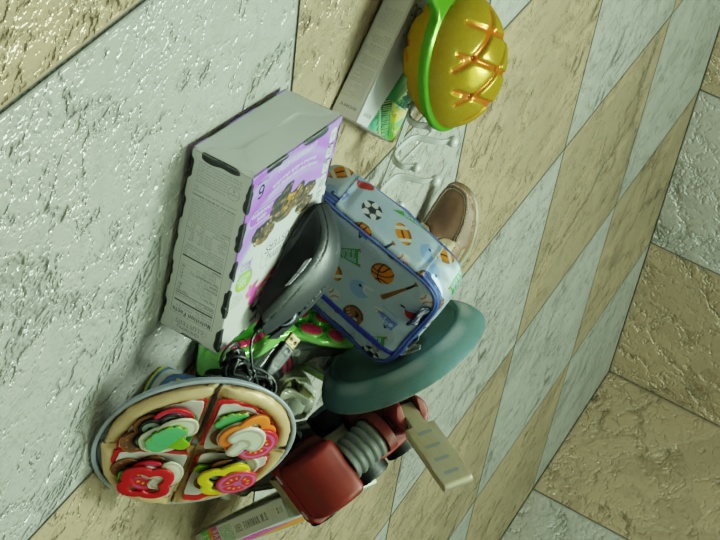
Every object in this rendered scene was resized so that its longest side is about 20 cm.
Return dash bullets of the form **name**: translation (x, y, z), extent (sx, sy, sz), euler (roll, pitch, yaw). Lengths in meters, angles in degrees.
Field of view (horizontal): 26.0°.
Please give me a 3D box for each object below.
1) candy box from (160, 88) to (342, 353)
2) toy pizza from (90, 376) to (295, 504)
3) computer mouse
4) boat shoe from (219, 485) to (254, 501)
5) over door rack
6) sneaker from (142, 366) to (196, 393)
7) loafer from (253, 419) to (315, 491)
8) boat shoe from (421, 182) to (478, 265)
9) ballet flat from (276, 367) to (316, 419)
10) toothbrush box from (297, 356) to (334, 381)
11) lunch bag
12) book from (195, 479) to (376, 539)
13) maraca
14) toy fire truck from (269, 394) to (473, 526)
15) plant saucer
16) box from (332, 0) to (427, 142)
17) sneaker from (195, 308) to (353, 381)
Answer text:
- **candy box**: translation (-0.103, -0.048, 1.487), extent (0.168, 0.071, 0.201), euler (-42, 152, -51)
- **toy pizza**: translation (-0.158, 0.173, 1.495), extent (0.201, 0.198, 0.032), euler (95, -16, -49)
- **computer mouse**: translation (-0.061, 0.040, 1.535), extent (0.201, 0.046, 0.141), euler (-60, 161, -15)
- **boat shoe**: translation (-0.145, 0.202, 1.712), extent (0.072, 0.076, 0.200), euler (-52, 172, 0)
- **over door rack**: translation (0.091, -0.177, 1.803), extent (0.201, 0.066, 0.148), euler (-61, 175, -42)
- **sneaker**: translation (-0.131, 0.157, 1.575), extent (0.199, 0.082, 0.075), euler (24, 83, -48)
- **loafer**: translation (-0.069, 0.207, 1.809), extent (0.199, 0.070, 0.070), euler (-25, 177, 11)
- **boat shoe**: translation (0.098, -0.021, 2.092), extent (0.072, 0.075, 0.202), euler (-11, 123, -63)
- **ballet flat**: translation (-0.088, 0.149, 1.820), extent (0.070, 0.069, 0.200), euler (-65, 163, 4)
- **toothbrush box**: translation (-0.027, 0.051, 1.829), extent (0.146, 0.086, 0.200), euler (-60, 161, -9)
- **lunch bag**: translation (0.000, 0.000, 1.619), extent (0.160, 0.200, 0.076), euler (-48, 179, 44)
- **book**: translation (-0.089, 0.278, 1.811), extent (0.133, 0.048, 0.200), euler (-17, 171, -40)
- **maraca**: translation (0.100, -0.243, 1.642), extent (0.137, 0.106, 0.202), euler (-40, 138, -48)
- **toy fire truck**: translation (0.014, 0.196, 1.640), extent (0.176, 0.129, 0.200), euler (-38, -175, -20)
- **plant saucer**: translation (0.041, 0.086, 1.695), extent (0.200, 0.199, 0.028), euler (-47, 115, -43)
- **box**: translation (0.045, -0.245, 1.704), extent (0.201, 0.036, 0.144), euler (-64, 163, 4)
- **sneaker**: translation (-0.095, 0.081, 1.658), extent (0.199, 0.077, 0.084), euler (-6, 140, -38)
